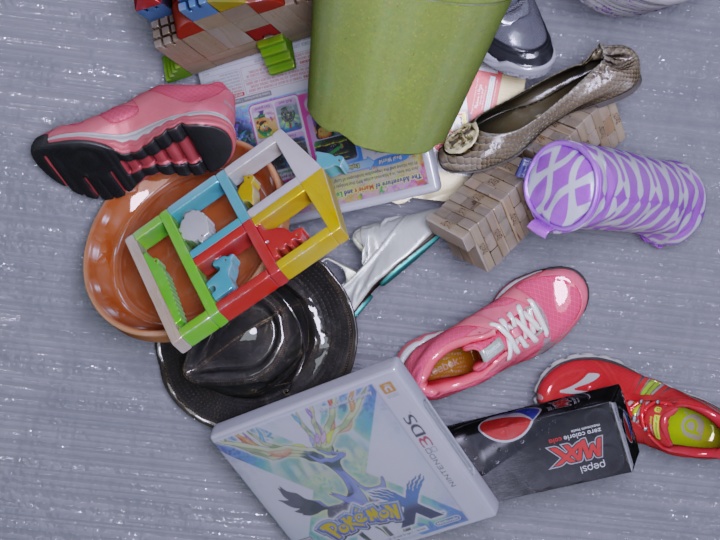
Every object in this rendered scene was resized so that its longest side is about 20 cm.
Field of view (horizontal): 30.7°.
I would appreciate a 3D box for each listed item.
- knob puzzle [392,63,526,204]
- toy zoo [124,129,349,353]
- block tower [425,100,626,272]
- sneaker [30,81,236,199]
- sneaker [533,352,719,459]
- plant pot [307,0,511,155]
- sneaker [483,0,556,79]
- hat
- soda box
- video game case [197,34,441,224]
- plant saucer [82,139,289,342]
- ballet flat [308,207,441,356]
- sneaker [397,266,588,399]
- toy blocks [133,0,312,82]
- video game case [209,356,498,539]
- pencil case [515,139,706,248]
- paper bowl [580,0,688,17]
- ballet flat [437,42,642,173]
[{"bbox_3d":[0.048,-0.160,1.216,0.218,0.030,0.221,0,94,-4],"label":"knob puzzle"},{"bbox_3d":[-0.095,-0.036,1.103,0.199,0.020,0.132,-34,53,4],"label":"toy zoo"},{"bbox_3d":[0.151,-0.083,1.183,0.200,0.054,0.058,-42,130,-17],"label":"block tower"},{"bbox_3d":[-0.200,-0.124,1.188,0.199,0.087,0.074,-7,137,15],"label":"sneaker"},{"bbox_3d":[0.262,0.128,1.220,0.199,0.085,0.078,14,92,-5],"label":"sneaker"},{"bbox_3d":[0.034,-0.202,1.052,0.199,0.200,0.191,13,120,-4],"label":"plant pot"},{"bbox_3d":[0.114,-0.268,1.147,0.075,0.114,0.201,-26,76,-19],"label":"sneaker"},{"bbox_3d":[-0.107,0.066,1.167,0.199,0.081,0.202,2,98,16],"label":"hat"},{"bbox_3d":[0.147,0.164,1.192,0.199,0.063,0.071,-17,94,20],"label":"soda box"},{"bbox_3d":[-0.041,-0.140,1.185,0.199,0.024,0.183,-12,95,17],"label":"video game case"},{"bbox_3d":[-0.152,-0.027,1.159,0.199,0.032,0.201,-12,56,19],"label":"plant saucer"},{"bbox_3d":[0.000,0.000,1.208,0.069,0.069,0.200,44,94,-5],"label":"ballet flat"},{"bbox_3d":[0.127,0.067,1.200,0.199,0.087,0.074,-30,96,-1],"label":"sneaker"},{"bbox_3d":[-0.110,-0.231,1.111,0.199,0.137,0.101,-15,76,17],"label":"toy blocks"},{"bbox_3d":[-0.006,0.178,1.168,0.199,0.022,0.183,-22,116,26],"label":"video game case"},{"bbox_3d":[0.227,-0.064,1.160,0.199,0.084,0.086,3,110,-44],"label":"pencil case"},{"bbox_3d":[0.229,-0.325,1.158,0.200,0.104,0.202,2,86,-32],"label":"paper bowl"},{"bbox_3d":[0.156,-0.147,1.166,0.199,0.068,0.046,-25,132,4],"label":"ballet flat"}]
